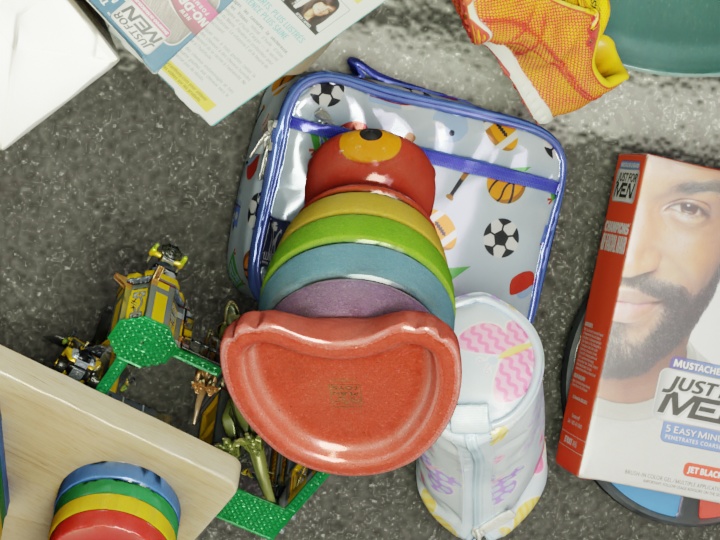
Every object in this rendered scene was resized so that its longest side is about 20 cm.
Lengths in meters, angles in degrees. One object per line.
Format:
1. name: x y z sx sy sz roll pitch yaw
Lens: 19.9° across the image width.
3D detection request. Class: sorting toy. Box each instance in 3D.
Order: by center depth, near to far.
1. sorting toy: -0.202 0.147 1.149 0.199 0.070 0.199 27 127 -18

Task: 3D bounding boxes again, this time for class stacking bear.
1. stacking bear: 0.000 0.000 1.109 0.120 0.201 0.114 0 133 7

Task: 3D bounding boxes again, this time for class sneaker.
1. sneaker: 0.096 -0.154 1.171 0.077 0.200 0.073 -29 63 14

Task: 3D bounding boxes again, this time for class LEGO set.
1. LEGO set: -0.081 0.054 1.194 0.199 0.116 0.154 18 130 -13

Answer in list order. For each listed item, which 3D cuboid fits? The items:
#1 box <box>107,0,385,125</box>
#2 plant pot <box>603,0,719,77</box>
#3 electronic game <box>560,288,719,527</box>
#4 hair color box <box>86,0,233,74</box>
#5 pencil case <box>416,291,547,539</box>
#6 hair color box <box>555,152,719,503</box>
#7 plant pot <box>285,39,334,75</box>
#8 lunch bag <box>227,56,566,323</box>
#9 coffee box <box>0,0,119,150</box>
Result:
1. box: -0.030 -0.163 1.046 0.199 0.049 0.082 -33 122 24
2. plant pot: 0.184 -0.223 1.207 0.199 0.200 0.135 24 65 -19
3. electronic game: 0.224 0.068 1.334 0.199 0.042 0.202 -3 100 -16
4. hair color box: -0.139 -0.187 1.024 0.060 0.200 0.100 -41 128 3
5. pencil case: 0.068 0.091 1.213 0.083 0.200 0.091 14 66 11
6. hair color box: 0.198 0.036 1.273 0.110 0.064 0.201 11 91 -10
7. plant pot: -0.046 -0.211 1.142 0.199 0.200 0.174 18 110 -18
8. lunch bag: 0.020 -0.039 1.240 0.199 0.076 0.161 13 94 -19
9. coffee box: -0.197 -0.147 1.086 0.080 0.200 0.115 -37 109 1
